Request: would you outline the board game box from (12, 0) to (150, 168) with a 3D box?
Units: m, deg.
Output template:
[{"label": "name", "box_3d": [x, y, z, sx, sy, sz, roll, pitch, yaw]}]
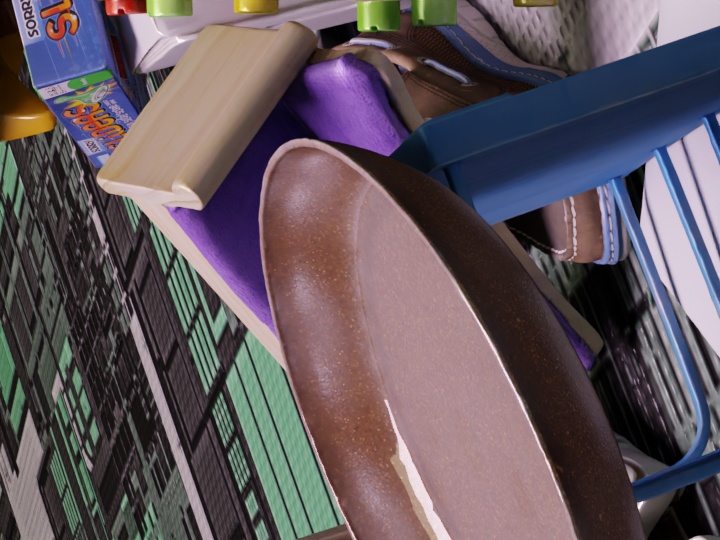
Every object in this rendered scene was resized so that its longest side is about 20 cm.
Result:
[{"label": "board game box", "box_3d": [-0.138, -0.159, 1.213, 0.135, 0.034, 0.201, 64, -169, -76]}]

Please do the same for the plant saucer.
[{"label": "plant saucer", "box_3d": [0.030, 0.052, 0.772, 0.200, 0.032, 0.201, 55, 158, 35]}]

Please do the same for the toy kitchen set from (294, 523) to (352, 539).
[{"label": "toy kitchen set", "box_3d": [-0.026, 0.233, 1.408, 0.163, 0.179, 0.201, -147, 43, -68]}]

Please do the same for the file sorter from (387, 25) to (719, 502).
[{"label": "file sorter", "box_3d": [0.075, 0.012, 0.863, 0.123, 0.138, 0.200, 68, 163, 6]}]

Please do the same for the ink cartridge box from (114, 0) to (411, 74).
[{"label": "ink cartridge box", "box_3d": [-0.053, -0.199, 1.159, 0.083, 0.144, 0.201, 151, 104, -74]}]

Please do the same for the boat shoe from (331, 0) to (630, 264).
[{"label": "boat shoe", "box_3d": [0.044, -0.049, 1.106, 0.200, 0.072, 0.073, -135, 33, -58]}]

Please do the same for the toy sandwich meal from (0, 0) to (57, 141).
[{"label": "toy sandwich meal", "box_3d": [-0.184, -0.140, 1.204, 0.205, 0.070, 0.206, -19, -90, -88]}]

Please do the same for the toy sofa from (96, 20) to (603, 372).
[{"label": "toy sofa", "box_3d": [0.000, 0.000, 1.052, 0.097, 0.083, 0.200, 12, 150, 47]}]

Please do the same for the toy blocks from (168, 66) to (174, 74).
[{"label": "toy blocks", "box_3d": [-0.056, -0.170, 1.295, 0.200, 0.099, 0.137, -107, 29, -68]}]

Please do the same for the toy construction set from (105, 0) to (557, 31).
[{"label": "toy construction set", "box_3d": [-0.030, -0.134, 1.033, 0.131, 0.199, 0.093, 5, 83, 52]}]

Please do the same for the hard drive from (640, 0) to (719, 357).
[{"label": "hard drive", "box_3d": [0.136, -0.049, 0.888, 0.132, 0.025, 0.201, -122, 23, -43]}]

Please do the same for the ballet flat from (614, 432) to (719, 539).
[{"label": "ballet flat", "box_3d": [0.117, 0.112, 1.069, 0.062, 0.067, 0.200, -57, 49, 32]}]

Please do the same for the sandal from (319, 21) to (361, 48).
[{"label": "sandal", "box_3d": [0.017, -0.058, 1.240, 0.200, 0.043, 0.076, -125, 25, -48]}]
